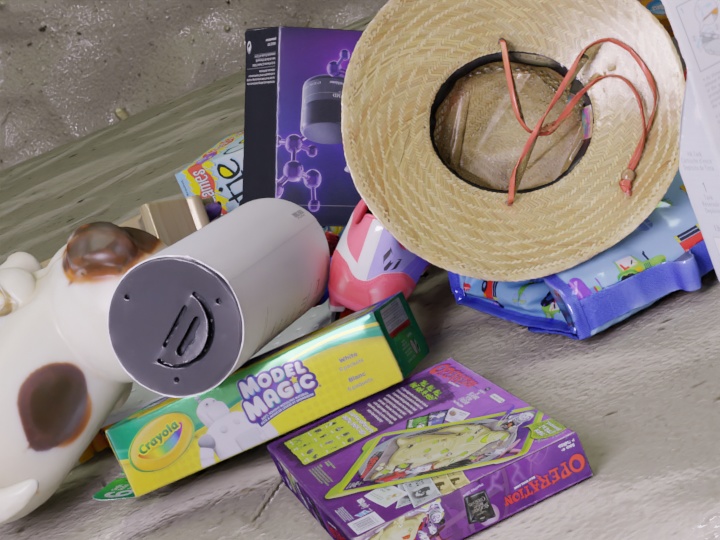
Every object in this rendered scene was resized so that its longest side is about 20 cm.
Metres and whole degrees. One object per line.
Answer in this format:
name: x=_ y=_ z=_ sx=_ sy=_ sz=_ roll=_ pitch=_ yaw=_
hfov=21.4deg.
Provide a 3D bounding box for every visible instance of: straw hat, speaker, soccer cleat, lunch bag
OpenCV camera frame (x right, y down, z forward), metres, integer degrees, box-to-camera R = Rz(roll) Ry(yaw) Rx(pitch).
straw hat: x=0.088 y=-0.083 z=1.123 sx=0.200 sy=0.202 sz=0.085 roll=-24 pitch=-5 yaw=-2
speaker: x=-0.078 y=0.012 z=1.114 sx=0.081 sy=0.082 sz=0.200 roll=-20 pitch=6 yaw=17
soccer cleat: x=0.027 y=-0.033 z=1.247 sx=0.066 sy=0.077 sz=0.200 roll=22 pitch=28 yaw=5
lunch bag: x=0.151 y=-0.026 z=1.156 sx=0.150 sy=0.095 sz=0.200 roll=-24 pitch=21 yaw=-16

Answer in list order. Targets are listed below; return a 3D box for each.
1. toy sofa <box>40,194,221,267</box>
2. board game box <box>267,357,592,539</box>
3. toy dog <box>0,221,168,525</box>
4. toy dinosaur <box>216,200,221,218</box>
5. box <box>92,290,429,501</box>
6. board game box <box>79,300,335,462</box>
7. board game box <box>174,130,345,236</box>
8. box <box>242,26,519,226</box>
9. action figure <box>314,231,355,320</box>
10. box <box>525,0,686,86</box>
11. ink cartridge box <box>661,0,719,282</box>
toy sofa: x=-0.190 y=0.015 z=1.467 sx=0.199 sy=0.083 sz=0.097 roll=-23 pitch=-7 yaw=31
board game box: x=0.029 y=0.096 z=0.976 sx=0.120 sy=0.032 sz=0.200 roll=-29 pitch=13 yaw=-9
toy dog: x=-0.194 y=0.052 z=1.188 sx=0.200 sy=0.140 sz=0.194 roll=-42 pitch=17 yaw=1
toy dinosaur: x=-0.097 y=-0.018 z=1.561 sx=0.199 sy=0.086 sz=0.136 roll=-12 pitch=9 yaw=21
box: x=-0.063 y=0.076 z=1.124 sx=0.199 sy=0.049 sz=0.117 roll=-26 pitch=1 yaw=11
board game box: x=-0.104 y=0.062 z=1.362 sx=0.199 sy=0.026 sz=0.200 roll=-21 pitch=12 yaw=8
board game box: x=-0.041 y=-0.082 z=1.659 sx=0.199 sy=0.105 sz=0.103 roll=-17 pitch=15 yaw=30
box: x=0.019 y=-0.102 z=1.387 sx=0.199 sy=0.142 sz=0.079 roll=0 pitch=6 yaw=-23
action figure: x=0.000 y=0.000 z=1.322 sx=0.065 sy=0.052 sz=0.200 roll=19 pitch=14 yaw=9
box: x=0.152 y=-0.103 z=1.290 sx=0.118 sy=0.201 sz=0.042 roll=-16 pitch=52 yaw=-29
ink cartridge box: x=0.239 y=-0.112 z=1.054 sx=0.159 sy=0.201 sz=0.047 roll=-28 pitch=14 yaw=-20
